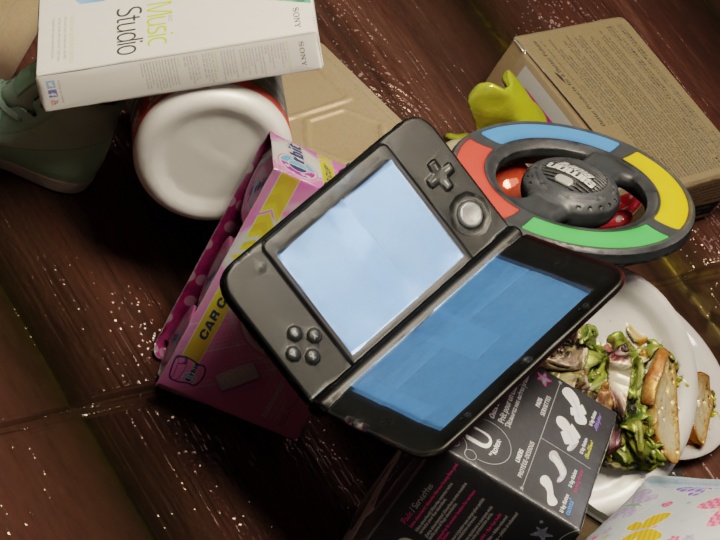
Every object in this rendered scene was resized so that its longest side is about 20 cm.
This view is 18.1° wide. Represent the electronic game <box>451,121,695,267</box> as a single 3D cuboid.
[{"bbox_3d":[0.165,-0.062,1.774,0.199,0.042,0.200,9,32,-6],"label":"electronic game"}]

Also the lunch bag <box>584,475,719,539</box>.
[{"bbox_3d":[0.229,0.234,1.551,0.169,0.200,0.127,-39,105,-28],"label":"lunch bag"}]

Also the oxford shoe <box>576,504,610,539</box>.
[{"bbox_3d":[0.162,0.213,1.683,0.200,0.073,0.085,40,77,-14],"label":"oxford shoe"}]

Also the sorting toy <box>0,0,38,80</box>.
[{"bbox_3d":[-0.344,-0.236,1.786,0.200,0.036,0.185,32,39,-12],"label":"sorting toy"}]

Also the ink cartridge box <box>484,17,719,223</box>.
[{"bbox_3d":[0.231,-0.130,2.065,0.164,0.075,0.200,-15,61,-43],"label":"ink cartridge box"}]

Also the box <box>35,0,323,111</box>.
[{"bbox_3d":[-0.131,-0.180,1.612,0.199,0.036,0.145,-8,38,-1],"label":"box"}]

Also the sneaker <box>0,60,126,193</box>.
[{"bbox_3d":[-0.271,-0.136,1.666,0.200,0.118,0.074,16,44,-21],"label":"sneaker"}]

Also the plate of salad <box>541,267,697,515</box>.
[{"bbox_3d":[0.173,0.092,1.727,0.199,0.048,0.201,-1,92,-20],"label":"plate of salad"}]

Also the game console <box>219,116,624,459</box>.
[{"bbox_3d":[0.040,0.005,1.492,0.200,0.119,0.173,-41,97,-25],"label":"game console"}]

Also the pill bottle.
[{"bbox_3d":[-0.116,-0.138,1.679,0.116,0.116,0.200,18,32,-21],"label":"pill bottle"}]

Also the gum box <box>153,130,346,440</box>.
[{"bbox_3d":[-0.058,0.017,1.611,0.113,0.200,0.066,23,22,-17],"label":"gum box"}]

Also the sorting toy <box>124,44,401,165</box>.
[{"bbox_3d":[-0.064,-0.106,1.780,0.185,0.037,0.200,-19,43,-29],"label":"sorting toy"}]

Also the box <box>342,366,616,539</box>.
[{"bbox_3d":[0.068,0.166,1.543,0.115,0.200,0.132,31,38,-4],"label":"box"}]

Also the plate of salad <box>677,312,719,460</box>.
[{"bbox_3d":[0.230,0.071,1.883,0.199,0.048,0.200,20,42,-19],"label":"plate of salad"}]

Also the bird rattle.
[{"bbox_3d":[0.132,-0.059,1.881,0.163,0.113,0.200,-14,57,-45],"label":"bird rattle"}]
